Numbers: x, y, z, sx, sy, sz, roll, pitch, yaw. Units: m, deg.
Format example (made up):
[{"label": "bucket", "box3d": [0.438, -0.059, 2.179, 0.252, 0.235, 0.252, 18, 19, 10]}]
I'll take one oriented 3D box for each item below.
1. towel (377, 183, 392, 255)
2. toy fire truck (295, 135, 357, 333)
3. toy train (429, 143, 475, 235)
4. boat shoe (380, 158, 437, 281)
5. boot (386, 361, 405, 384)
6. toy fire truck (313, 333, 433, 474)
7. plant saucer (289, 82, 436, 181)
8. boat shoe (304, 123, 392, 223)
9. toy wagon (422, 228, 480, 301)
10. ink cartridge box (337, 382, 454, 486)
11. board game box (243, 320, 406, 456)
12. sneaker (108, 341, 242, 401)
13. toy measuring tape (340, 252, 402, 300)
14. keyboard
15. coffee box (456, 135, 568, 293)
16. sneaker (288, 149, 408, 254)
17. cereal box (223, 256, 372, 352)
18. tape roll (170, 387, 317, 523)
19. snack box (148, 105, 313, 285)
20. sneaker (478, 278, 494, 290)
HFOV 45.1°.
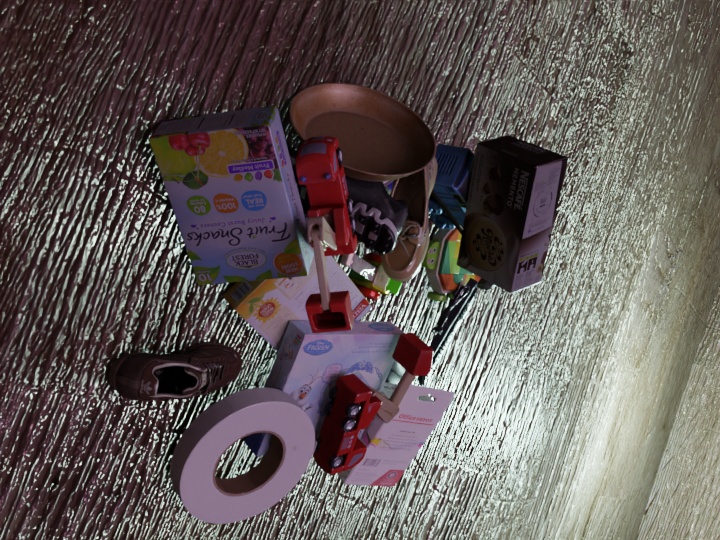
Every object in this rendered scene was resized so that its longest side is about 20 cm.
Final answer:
[{"label": "towel", "box3d": [0.053, -0.134, 1.344, 0.200, 0.023, 0.144, -59, 140, -19]}, {"label": "toy fire truck", "box3d": [-0.042, -0.044, 1.017, 0.141, 0.049, 0.201, -74, 156, -62]}, {"label": "toy train", "box3d": [0.149, -0.121, 1.360, 0.087, 0.114, 0.200, -62, 142, -15]}, {"label": "boat shoe", "box3d": [0.065, -0.086, 1.244, 0.063, 0.073, 0.201, 38, 59, -73]}, {"label": "boot", "box3d": [0.020, 0.178, 1.384, 0.200, 0.077, 0.139, 29, 85, -52]}, {"label": "toy fire truck", "box3d": [0.018, 0.193, 1.246, 0.141, 0.049, 0.201, -6, 123, -41]}, {"label": "plant saucer", "box3d": [0.000, -0.176, 1.139, 0.200, 0.200, 0.036, -30, 152, -43]}, {"label": "boat shoe", "box3d": [-0.044, -0.122, 1.197, 0.200, 0.075, 0.093, -33, 89, -19]}, {"label": "toy wagon", "box3d": [0.157, -0.022, 1.508, 0.200, 0.039, 0.156, 2, 102, -53]}, {"label": "ink cartridge box", "box3d": [0.048, 0.246, 1.374, 0.116, 0.068, 0.200, 16, 114, -41]}, {"label": "board game box", "box3d": [-0.049, 0.166, 1.248, 0.200, 0.043, 0.200, 4, 116, -44]}, {"label": "sneaker", "box3d": [-0.208, 0.134, 1.064, 0.200, 0.075, 0.071, -2, 105, -52]}, {"label": "toy measuring tape", "box3d": [0.000, 0.000, 1.281, 0.200, 0.073, 0.074, 29, 80, -61]}, {"label": "keyboard", "box3d": [0.150, 0.096, 1.477, 0.200, 0.021, 0.127, -57, 158, -24]}, {"label": "coffee box", "box3d": [0.221, -0.085, 1.281, 0.080, 0.113, 0.201, -17, 126, -40]}, {"label": "sneaker", "box3d": [-0.022, -0.103, 1.130, 0.091, 0.200, 0.067, -49, 168, -40]}, {"label": "cereal box", "box3d": [-0.080, 0.043, 1.189, 0.144, 0.040, 0.200, -44, 141, -6]}, {"label": "tape roll", "box3d": [-0.154, 0.248, 1.157, 0.202, 0.037, 0.203, -19, 128, -27]}, {"label": "snack box", "box3d": [-0.145, -0.082, 1.007, 0.053, 0.142, 0.201, -78, 160, -54]}, {"label": "sneaker", "box3d": [0.287, -0.018, 1.648, 0.200, 0.076, 0.114, -55, 134, -31]}]
